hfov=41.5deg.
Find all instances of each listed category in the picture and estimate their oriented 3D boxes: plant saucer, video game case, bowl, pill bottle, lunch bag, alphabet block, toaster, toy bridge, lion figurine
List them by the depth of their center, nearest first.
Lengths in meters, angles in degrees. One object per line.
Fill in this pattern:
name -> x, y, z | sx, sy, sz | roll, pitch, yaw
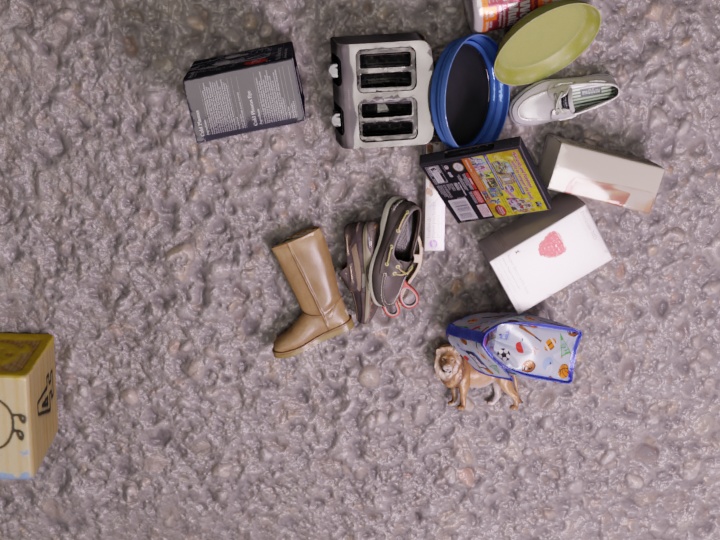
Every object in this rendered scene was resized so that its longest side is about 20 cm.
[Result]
pill bottle -> 0.275, -0.470, 1.591 | 0.196, 0.110, 0.112 | -11, 109, 0
plant saucer -> 0.309, -0.389, 1.602 | 0.197, 0.200, 0.031 | -25, 69, 4
bowl -> 0.186, -0.298, 1.618 | 0.039, 0.199, 0.205 | 11, 107, 40
toaster -> 0.044, -0.306, 1.626 | 0.196, 0.119, 0.184 | -3, 110, -3
video game case -> 0.220, -0.152, 1.645 | 0.178, 0.026, 0.200 | -7, 149, 25
alphabet block -> -0.665, 0.241, 1.722 | 0.191, 0.197, 0.204 | 0, 109, -6
lunch bag -> 0.271, 0.137, 1.735 | 0.197, 0.170, 0.126 | 12, 88, -20
toy bridge -> 0.081, -0.027, 1.769 | 0.066, 0.027, 0.204 | 2, 109, -5
lion figurine -> 0.231, 0.204, 1.842 | 0.196, 0.072, 0.125 | 1, 96, -19

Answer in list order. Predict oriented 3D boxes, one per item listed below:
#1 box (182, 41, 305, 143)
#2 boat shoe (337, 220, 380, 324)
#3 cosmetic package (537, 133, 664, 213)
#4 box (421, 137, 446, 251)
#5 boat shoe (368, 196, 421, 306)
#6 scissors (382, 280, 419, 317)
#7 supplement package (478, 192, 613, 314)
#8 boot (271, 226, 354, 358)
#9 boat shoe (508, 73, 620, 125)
box -> -0.188, -0.298, 1.570 | 0.179, 0.201, 0.106 | -12, 111, 0
boat shoe -> 0.000, 0.000, 1.759 | 0.072, 0.074, 0.204 | 10, 113, 20
cosmetic package -> 0.426, -0.174, 1.704 | 0.196, 0.104, 0.089 | 14, 106, -7
box -> 0.134, -0.137, 1.729 | 0.038, 0.042, 0.204 | -1, 108, -3
boat shoe -> 0.064, -0.026, 1.698 | 0.071, 0.060, 0.205 | -4, 109, -41
scissors -> 0.059, -0.010, 1.750 | 0.072, 0.014, 0.203 | -13, 111, 0
supplement package -> 0.334, -0.036, 1.733 | 0.198, 0.120, 0.122 | -31, 107, 6
boot -> -0.118, 0.041, 1.764 | 0.173, 0.066, 0.203 | -24, 108, -4
boat shoe -> 0.359, -0.305, 1.673 | 0.197, 0.067, 0.075 | -19, 109, 3
